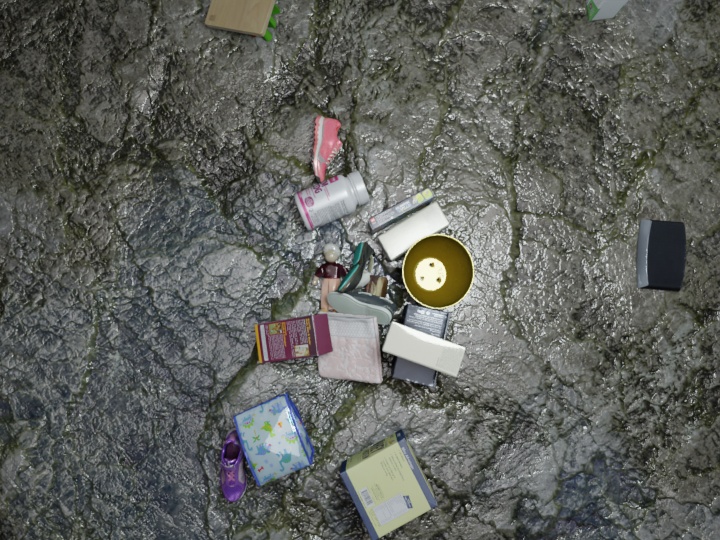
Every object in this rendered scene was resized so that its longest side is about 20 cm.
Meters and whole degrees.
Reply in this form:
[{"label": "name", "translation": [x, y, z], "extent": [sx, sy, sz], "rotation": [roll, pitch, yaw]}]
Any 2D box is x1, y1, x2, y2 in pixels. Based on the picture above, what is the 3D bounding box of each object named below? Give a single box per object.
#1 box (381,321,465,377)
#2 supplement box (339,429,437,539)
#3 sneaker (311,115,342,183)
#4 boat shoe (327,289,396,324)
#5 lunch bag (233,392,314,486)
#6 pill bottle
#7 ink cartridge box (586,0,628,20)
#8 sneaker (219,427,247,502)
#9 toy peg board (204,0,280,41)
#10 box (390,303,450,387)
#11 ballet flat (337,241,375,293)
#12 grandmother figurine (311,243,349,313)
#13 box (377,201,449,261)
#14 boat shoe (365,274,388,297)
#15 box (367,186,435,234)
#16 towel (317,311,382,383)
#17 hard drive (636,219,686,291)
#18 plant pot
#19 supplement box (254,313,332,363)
[{"label": "box", "translation": [0.157, 0.197, 1.500], "extent": [0.198, 0.068, 0.083], "rotation": [21, 86, 3]}, {"label": "supplement box", "translation": [0.076, 0.583, 1.641], "extent": [0.198, 0.134, 0.202], "rotation": [-28, 86, -1]}, {"label": "sneaker", "translation": [-0.096, -0.352, 1.740], "extent": [0.085, 0.074, 0.203], "rotation": [3, 86, 0]}, {"label": "boat shoe", "translation": [0.004, 0.094, 1.658], "extent": [0.198, 0.060, 0.076], "rotation": [20, 130, 17]}, {"label": "lunch bag", "translation": [-0.241, 0.462, 1.660], "extent": [0.168, 0.127, 0.202], "rotation": [-23, 96, -1]}, {"label": "pill bottle", "translation": [-0.081, -0.203, 1.709], "extent": [0.198, 0.113, 0.115], "rotation": [-23, 86, -1]}, {"label": "ink cartridge box", "translation": [0.709, -0.857, 1.726], "extent": [0.083, 0.145, 0.203], "rotation": [-8, 86, 0]}, {"label": "sneaker", "translation": [-0.360, 0.550, 1.674], "extent": [0.079, 0.088, 0.203], "rotation": [3, 87, 0]}, {"label": "toy peg board", "translation": [-0.329, -0.787, 1.776], "extent": [0.197, 0.098, 0.203], "rotation": [16, 86, 18]}, {"label": "box", "translation": [0.160, 0.200, 1.635], "extent": [0.122, 0.200, 0.200], "rotation": [11, 86, 3]}, {"label": "ballet flat", "translation": [0.000, 0.000, 1.679], "extent": [0.068, 0.068, 0.201], "rotation": [36, 49, -14]}, {"label": "grandmother figurine", "translation": [-0.081, 0.022, 1.723], "extent": [0.119, 0.061, 0.203], "rotation": [-1, 89, -8]}, {"label": "box", "translation": [0.151, -0.110, 1.714], "extent": [0.198, 0.068, 0.083], "rotation": [-30, 86, -1]}, {"label": "boat shoe", "translation": [0.022, 0.111, 1.714], "extent": [0.071, 0.072, 0.203], "rotation": [13, 89, 19]}, {"label": "box", "translation": [0.113, -0.170, 1.706], "extent": [0.198, 0.110, 0.035], "rotation": [-28, 86, -1]}, {"label": "towel", "translation": [-0.036, 0.215, 1.662], "extent": [0.198, 0.032, 0.194], "rotation": [1, 102, 29]}, {"label": "hard drive", "translation": [0.871, -0.046, 1.719], "extent": [0.133, 0.042, 0.203], "rotation": [5, 86, 1]}, {"label": "plant pot", "translation": [0.206, 0.008, 1.673], "extent": [0.197, 0.142, 0.203], "rotation": [0, 86, -3]}, {"label": "supplement box", "translation": [-0.186, 0.188, 1.660], "extent": [0.198, 0.085, 0.112], "rotation": [-11, 86, 26]}]
